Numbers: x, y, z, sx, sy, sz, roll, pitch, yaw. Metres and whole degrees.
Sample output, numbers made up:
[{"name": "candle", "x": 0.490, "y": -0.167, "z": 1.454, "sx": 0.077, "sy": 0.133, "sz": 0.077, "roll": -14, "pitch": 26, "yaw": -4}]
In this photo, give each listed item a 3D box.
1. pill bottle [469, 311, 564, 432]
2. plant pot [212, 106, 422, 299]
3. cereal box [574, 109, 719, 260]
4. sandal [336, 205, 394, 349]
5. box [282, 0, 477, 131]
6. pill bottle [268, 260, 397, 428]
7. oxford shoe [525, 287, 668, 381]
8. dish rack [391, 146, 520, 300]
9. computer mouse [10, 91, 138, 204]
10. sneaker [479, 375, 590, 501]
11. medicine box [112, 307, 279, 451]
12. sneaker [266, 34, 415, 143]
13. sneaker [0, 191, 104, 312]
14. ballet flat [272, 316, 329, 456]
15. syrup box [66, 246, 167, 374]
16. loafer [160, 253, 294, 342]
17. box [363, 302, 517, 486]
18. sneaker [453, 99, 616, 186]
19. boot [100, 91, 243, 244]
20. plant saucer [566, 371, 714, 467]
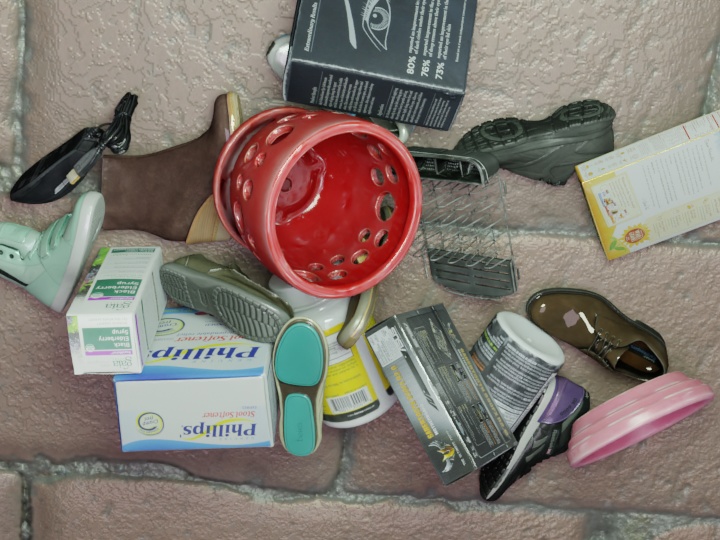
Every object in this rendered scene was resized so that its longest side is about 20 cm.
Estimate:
[{"name": "pill bottle", "x": 0.163, "y": 0.159, "z": 1.652, "sx": 0.106, "sy": 0.106, "sz": 0.200, "roll": 30, "pitch": 110, "yaw": -11}, {"name": "plant pot", "x": -0.056, "y": -0.088, "z": 1.474, "sx": 0.200, "sy": 0.182, "sz": 0.201, "roll": -10, "pitch": 112, "yaw": -26}, {"name": "cereal box", "x": 0.370, "y": -0.102, "z": 1.554, "sx": 0.199, "sy": 0.040, "sz": 0.144, "roll": -21, "pitch": 133, "yaw": 8}, {"name": "sandal", "x": 0.000, "y": 0.000, "z": 1.547, "sx": 0.054, "sy": 0.201, "sz": 0.080, "roll": 23, "pitch": 150, "yaw": -6}, {"name": "box", "x": 0.022, "y": -0.257, "z": 1.448, "sx": 0.199, "sy": 0.104, "sz": 0.149, "roll": 11, "pitch": 71, "yaw": -3}, {"name": "pill bottle", "x": -0.033, "y": 0.085, "z": 1.619, "sx": 0.114, "sy": 0.114, "sz": 0.201, "roll": -19, "pitch": 111, "yaw": 8}, {"name": "oxford shoe", "x": 0.302, "y": 0.080, "z": 1.631, "sx": 0.199, "sy": 0.085, "sz": 0.073, "roll": 22, "pitch": 113, "yaw": -7}, {"name": "dish rack", "x": 0.113, "y": -0.053, "z": 1.555, "sx": 0.153, "sy": 0.054, "sz": 0.201, "roll": 11, "pitch": 122, "yaw": 42}, {"name": "computer mouse", "x": -0.333, "y": -0.119, "z": 1.527, "sx": 0.200, "sy": 0.141, "sz": 0.046, "roll": -35, "pitch": 115, "yaw": 14}, {"name": "sneaker", "x": 0.231, "y": 0.231, "z": 1.701, "sx": 0.087, "sy": 0.076, "sz": 0.201, "roll": 23, "pitch": 111, "yaw": -15}, {"name": "medicine box", "x": -0.192, "y": 0.129, "z": 1.592, "sx": 0.181, "sy": 0.200, "sz": 0.103, "roll": -2, "pitch": 112, "yaw": 2}, {"name": "sneaker", "x": -0.019, "y": -0.209, "z": 1.514, "sx": 0.199, "sy": 0.087, "sz": 0.075, "roll": 28, "pitch": 112, "yaw": -9}, {"name": "sneaker", "x": -0.385, "y": -0.038, "z": 1.571, "sx": 0.118, "sy": 0.074, "sz": 0.201, "roll": 27, "pitch": 132, "yaw": -8}, {"name": "ballet flat", "x": -0.069, "y": 0.128, "z": 1.550, "sx": 0.069, "sy": 0.070, "sz": 0.201, "roll": 5, "pitch": 120, "yaw": -2}, {"name": "syrup box", "x": -0.289, "y": 0.045, "z": 1.559, "sx": 0.078, "sy": 0.200, "sz": 0.082, "roll": -2, "pitch": 113, "yaw": 2}, {"name": "loafer", "x": -0.154, "y": 0.022, "z": 1.577, "sx": 0.199, "sy": 0.070, "sz": 0.075, "roll": 24, "pitch": 137, "yaw": 29}, {"name": "box", "x": 0.098, "y": 0.141, "z": 1.536, "sx": 0.048, "sy": 0.158, "sz": 0.201, "roll": -31, "pitch": 82, "yaw": 22}, {"name": "sneaker", "x": 0.209, "y": -0.138, "z": 1.551, "sx": 0.199, "sy": 0.076, "sz": 0.091, "roll": -9, "pitch": 122, "yaw": 9}, {"name": "boot", "x": -0.227, "y": -0.125, "z": 1.557, "sx": 0.165, "sy": 0.072, "sz": 0.201, "roll": 7, "pitch": 116, "yaw": -5}, {"name": "plant saucer", "x": 0.344, "y": 0.183, "z": 1.634, "sx": 0.200, "sy": 0.200, "sz": 0.051, "roll": -30, "pitch": 73, "yaw": 12}]
